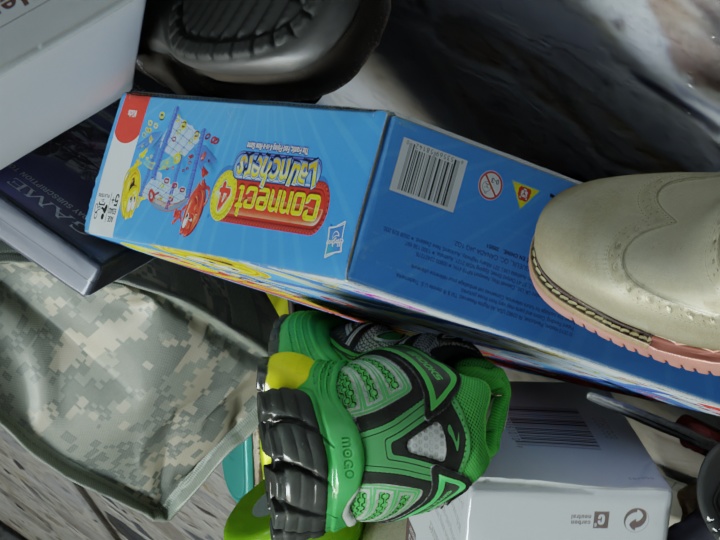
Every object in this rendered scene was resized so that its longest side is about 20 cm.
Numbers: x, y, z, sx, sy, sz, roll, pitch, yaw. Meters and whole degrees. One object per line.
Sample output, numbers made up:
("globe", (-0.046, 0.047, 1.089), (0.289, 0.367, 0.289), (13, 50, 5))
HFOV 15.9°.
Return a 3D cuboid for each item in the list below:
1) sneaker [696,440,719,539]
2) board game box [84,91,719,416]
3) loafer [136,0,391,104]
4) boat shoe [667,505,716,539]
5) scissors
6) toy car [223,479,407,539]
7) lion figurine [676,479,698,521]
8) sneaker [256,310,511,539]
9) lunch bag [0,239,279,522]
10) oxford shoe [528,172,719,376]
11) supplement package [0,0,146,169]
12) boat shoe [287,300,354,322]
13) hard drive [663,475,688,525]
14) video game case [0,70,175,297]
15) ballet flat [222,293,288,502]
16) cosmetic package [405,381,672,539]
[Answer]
("sneaker", (0.212, 0.112, 0.932), (0.199, 0.060, 0.104), (23, -179, 5))
("board game box", (0.033, -0.005, 0.914), (0.199, 0.056, 0.195), (19, 175, -30))
("loafer", (-0.033, -0.091, 0.937), (0.071, 0.073, 0.200), (35, 174, -24))
("boat shoe", (0.128, 0.154, 1.013), (0.201, 0.064, 0.072), (101, 149, -47))
("scissors", (0.140, 0.068, 0.990), (0.073, 0.014, 0.200), (29, -179, 20))
("toy car", (0.023, 0.115, 1.145), (0.165, 0.157, 0.200), (55, 176, -19))
("lion figurine", (0.189, 0.137, 1.035), (0.123, 0.072, 0.200), (69, 164, 1))
("sneaker", (0.010, 0.056, 0.904), (0.085, 0.079, 0.200), (-4, -174, 0))
("lunch bag", (-0.139, -0.012, 1.090), (0.200, 0.118, 0.164), (34, -163, -44))
("oxford shoe", (0.136, -0.014, 0.749), (0.199, 0.071, 0.074), (3, 142, 29))
("supplement package", (-0.177, -0.133, 0.908), (0.201, 0.117, 0.117), (57, 166, 6))
("boat shoe", (0.000, 0.000, 1.123), (0.072, 0.063, 0.200), (34, 165, 9))
("hard drive", (0.226, 0.161, 1.169), (0.199, 0.027, 0.132), (20, 157, 50))
("video game case", (-0.115, -0.061, 1.041), (0.142, 0.019, 0.200), (34, -152, 12))
("ballet flat", (-0.039, 0.021, 1.237), (0.067, 0.067, 0.201), (-132, 33, -59))
("cosmetic package", (0.060, 0.153, 0.988), (0.081, 0.201, 0.113), (3, -164, -9))
